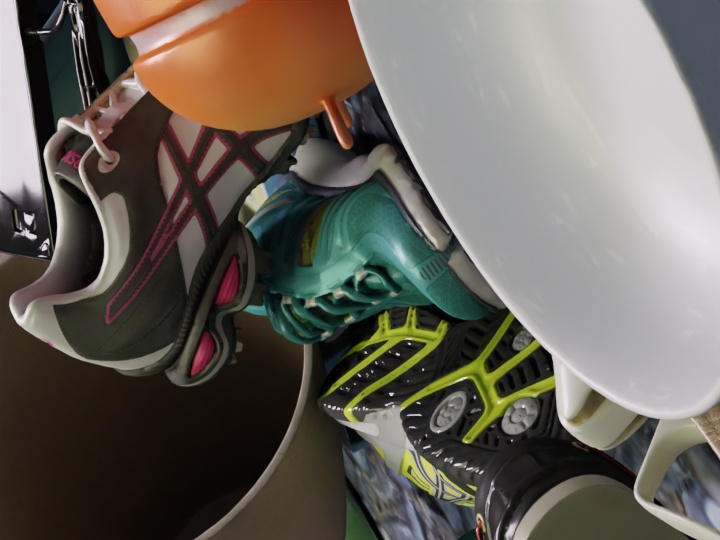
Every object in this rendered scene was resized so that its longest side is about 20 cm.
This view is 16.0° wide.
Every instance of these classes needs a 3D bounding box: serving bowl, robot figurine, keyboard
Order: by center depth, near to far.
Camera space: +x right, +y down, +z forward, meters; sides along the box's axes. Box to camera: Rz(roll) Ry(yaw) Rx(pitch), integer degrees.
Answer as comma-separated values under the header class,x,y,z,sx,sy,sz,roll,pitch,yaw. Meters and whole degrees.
class,x,y,z,sx,sy,sz,roll,pitch,yaw
serving bowl,0.072,-0.059,0.738,0.200,0.066,0.200,51,158,29
robot figurine,-0.049,-0.134,0.880,0.144,0.117,0.200,-19,101,49
keyboard,-0.139,-0.099,1.037,0.127,0.021,0.200,11,115,43

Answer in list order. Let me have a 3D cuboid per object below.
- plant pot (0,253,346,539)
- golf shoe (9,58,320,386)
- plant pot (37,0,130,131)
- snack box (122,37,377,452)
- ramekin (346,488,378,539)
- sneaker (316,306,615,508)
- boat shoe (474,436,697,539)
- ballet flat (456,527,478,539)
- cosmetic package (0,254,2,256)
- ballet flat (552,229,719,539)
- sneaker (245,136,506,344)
class,x,y,z,sx,sy,sz,roll,pitch,yaw
plant pot,-0.082,0.100,1.181,0.187,0.187,0.200,47,171,35
golf shoe,-0.070,-0.055,0.986,0.077,0.088,0.200,23,100,57
plant pot,-0.195,-0.117,1.216,0.200,0.200,0.188,52,176,23
snack box,-0.044,-0.020,1.191,0.116,0.037,0.200,39,154,45
ramekin,-0.063,0.167,1.461,0.200,0.098,0.200,52,162,24
sneaker,0.056,0.061,1.018,0.076,0.075,0.200,42,172,-20
boat shoe,0.115,0.137,0.925,0.201,0.074,0.063,49,179,-25
ballet flat,0.081,0.146,1.088,0.068,0.068,0.200,50,174,-4
cosmetic package,-0.144,0.060,1.399,0.103,0.087,0.200,52,-172,-32
ballet flat,0.100,0.040,0.816,0.071,0.065,0.200,40,-178,-43
sneaker,0.000,0.000,1.015,0.078,0.080,0.200,49,167,-16
